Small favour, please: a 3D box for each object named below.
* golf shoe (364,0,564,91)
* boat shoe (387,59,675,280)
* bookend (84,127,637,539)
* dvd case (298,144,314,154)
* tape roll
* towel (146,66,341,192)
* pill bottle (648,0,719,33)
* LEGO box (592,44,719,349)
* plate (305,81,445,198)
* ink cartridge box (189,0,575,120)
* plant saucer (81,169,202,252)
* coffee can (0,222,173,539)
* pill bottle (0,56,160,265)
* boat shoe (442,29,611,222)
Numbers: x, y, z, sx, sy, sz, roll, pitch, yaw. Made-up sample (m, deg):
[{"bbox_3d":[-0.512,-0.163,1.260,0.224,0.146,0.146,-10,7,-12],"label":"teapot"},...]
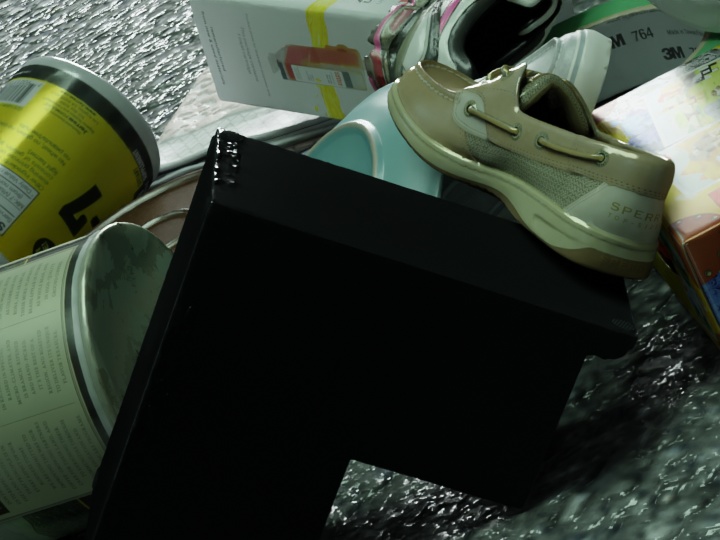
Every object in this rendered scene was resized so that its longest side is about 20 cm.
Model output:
[{"bbox_3d":[0.095,-0.163,1.582,0.092,0.073,0.200,11,53,49],"label":"golf shoe"},{"bbox_3d":[0.082,-0.064,1.278,0.072,0.065,0.200,9,20,-33],"label":"boat shoe"},{"bbox_3d":[-0.004,0.065,1.245,0.200,0.199,0.092,17,23,-8],"label":"bookend"},{"bbox_3d":[-0.057,-0.017,1.625,0.143,0.018,0.200,-28,21,2],"label":"dvd case"},{"bbox_3d":[0.138,-0.093,1.525,0.200,0.048,0.200,-24,21,10],"label":"tape roll"},{"bbox_3d":[-0.046,-0.118,1.823,0.200,0.032,0.191,-16,24,26],"label":"towel"},{"bbox_3d":[0.232,-0.228,1.493,0.111,0.111,0.200,-2,36,48],"label":"pill bottle"},{"bbox_3d":[0.205,-0.047,1.301,0.149,0.077,0.200,-27,21,0],"label":"LEGO box"},{"bbox_3d":[-0.018,-0.011,1.407,0.200,0.026,0.200,-49,28,36],"label":"plate"},{"bbox_3d":[0.015,-0.163,1.712,0.200,0.083,0.145,12,38,43],"label":"ink cartridge box"},{"bbox_3d":[-0.115,-0.010,1.614,0.200,0.032,0.200,-24,22,10],"label":"plant saucer"},{"bbox_3d":[-0.187,0.074,1.402,0.200,0.146,0.146,-19,23,22],"label":"coffee can"},{"bbox_3d":[-0.225,-0.029,1.704,0.114,0.114,0.200,0,45,50],"label":"pill bottle"},{"bbox_3d":[0.061,-0.064,1.403,0.200,0.068,0.072,-48,21,55],"label":"boat shoe"}]
